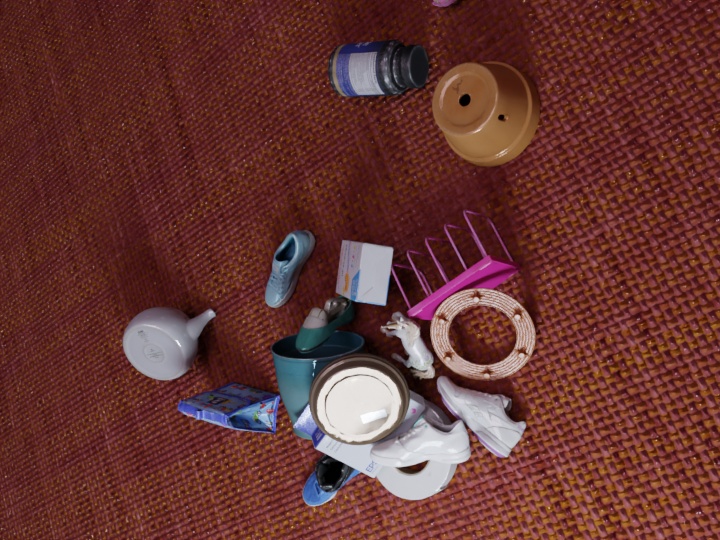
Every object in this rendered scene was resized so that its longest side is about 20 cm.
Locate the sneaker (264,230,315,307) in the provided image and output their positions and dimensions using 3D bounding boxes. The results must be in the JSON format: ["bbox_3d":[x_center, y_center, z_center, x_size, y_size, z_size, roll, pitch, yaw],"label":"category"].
[{"bbox_3d":[-0.181,-0.007,1.733,0.074,0.082,0.202,33,105,31],"label":"sneaker"}]

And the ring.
[{"bbox_3d":[0.230,0.125,1.428,0.197,0.019,0.203,6,117,12],"label":"ring"}]

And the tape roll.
[{"bbox_3d":[0.106,0.363,1.548,0.200,0.037,0.206,-2,86,32],"label":"tape roll"}]

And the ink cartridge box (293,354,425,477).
[{"bbox_3d":[-0.003,0.293,1.507,0.198,0.198,0.043,-57,16,17],"label":"ink cartridge box"}]

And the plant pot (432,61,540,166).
[{"bbox_3d":[0.227,-0.310,1.451,0.198,0.139,0.203,-2,87,33],"label":"plant pot"}]

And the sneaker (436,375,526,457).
[{"bbox_3d":[0.233,0.264,1.463,0.100,0.075,0.200,-48,62,0],"label":"sneaker"}]

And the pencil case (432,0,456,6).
[{"bbox_3d":[0.223,-0.605,1.507,0.198,0.083,0.087,-20,49,31],"label":"pencil case"}]

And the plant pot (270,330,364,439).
[{"bbox_3d":[-0.083,0.245,1.598,0.198,0.199,0.191,3,103,33],"label":"plant pot"}]

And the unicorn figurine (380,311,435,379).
[{"bbox_3d":[0.092,0.136,1.496,0.074,0.200,0.137,-50,24,-15],"label":"unicorn figurine"}]

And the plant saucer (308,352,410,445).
[{"bbox_3d":[-0.002,0.254,1.456,0.197,0.030,0.203,-1,111,-3],"label":"plant saucer"}]

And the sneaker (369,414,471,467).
[{"bbox_3d":[0.111,0.324,1.465,0.197,0.075,0.090,-8,101,13],"label":"sneaker"}]

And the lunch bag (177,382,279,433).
[{"bbox_3d":[-0.306,0.321,1.723,0.149,0.199,0.096,9,92,32],"label":"lunch bag"}]

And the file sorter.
[{"bbox_3d":[0.178,-0.009,1.466,0.199,0.138,0.127,-36,66,26],"label":"file sorter"}]

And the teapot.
[{"bbox_3d":[-0.487,0.165,1.890,0.198,0.147,0.199,22,123,0],"label":"teapot"}]

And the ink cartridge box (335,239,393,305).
[{"bbox_3d":[0.000,0.000,1.557,0.200,0.067,0.117,-165,83,-74],"label":"ink cartridge box"}]

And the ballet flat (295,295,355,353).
[{"bbox_3d":[-0.077,0.102,1.586,0.067,0.200,0.071,5,112,30],"label":"ballet flat"}]

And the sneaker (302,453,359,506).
[{"bbox_3d":[-0.076,0.446,1.618,0.199,0.111,0.077,-39,68,25],"label":"sneaker"}]

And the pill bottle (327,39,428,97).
[{"bbox_3d":[0.039,-0.425,1.598,0.198,0.111,0.114,6,90,33],"label":"pill bottle"}]
